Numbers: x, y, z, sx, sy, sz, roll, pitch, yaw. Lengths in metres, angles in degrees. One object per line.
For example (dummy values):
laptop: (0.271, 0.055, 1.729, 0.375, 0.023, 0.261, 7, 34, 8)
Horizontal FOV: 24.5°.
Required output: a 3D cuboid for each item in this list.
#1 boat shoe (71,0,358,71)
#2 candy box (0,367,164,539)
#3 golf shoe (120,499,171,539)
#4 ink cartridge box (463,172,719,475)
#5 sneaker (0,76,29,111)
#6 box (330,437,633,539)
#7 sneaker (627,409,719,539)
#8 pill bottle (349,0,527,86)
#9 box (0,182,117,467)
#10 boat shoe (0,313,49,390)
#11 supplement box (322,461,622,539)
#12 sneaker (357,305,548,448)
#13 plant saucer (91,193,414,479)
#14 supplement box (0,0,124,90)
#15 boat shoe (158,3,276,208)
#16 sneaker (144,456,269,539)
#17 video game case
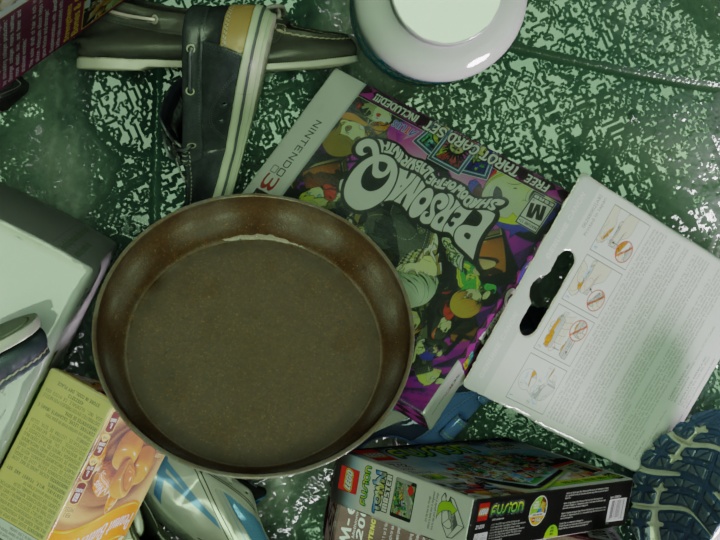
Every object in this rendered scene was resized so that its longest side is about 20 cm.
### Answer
boat shoe: (-0.101, -0.166, 1.141, 0.198, 0.067, 0.058, 0, 100, 2)
candy box: (-0.198, 0.168, 1.058, 0.055, 0.115, 0.201, 25, 87, 19)
golf shoe: (-0.182, 0.185, 1.147, 0.199, 0.078, 0.098, 26, 107, 9)
ink cartridge box: (0.164, 0.037, 1.130, 0.199, 0.050, 0.163, 27, 94, -34)
sneaker: (-0.290, -0.202, 1.130, 0.086, 0.080, 0.200, -41, 100, -9)
box: (0.084, 0.145, 1.094, 0.109, 0.199, 0.035, 15, 97, 37)
sneaker: (0.235, 0.189, 1.174, 0.077, 0.085, 0.201, 29, 111, 39)
pill bottle: (0.048, -0.177, 1.077, 0.110, 0.200, 0.112, 0, 95, -1)
box: (-0.287, 0.020, 1.085, 0.199, 0.199, 0.172, 26, 94, -6)
boat shoe: (-0.255, 0.099, 0.958, 0.199, 0.075, 0.062, -35, 96, 2)
supplement box: (0.075, 0.187, 1.155, 0.198, 0.109, 0.061, 10, 96, -3)
sneaker: (0.060, 0.077, 1.166, 0.198, 0.074, 0.083, -14, 99, 6)
plant saucer: (-0.066, 0.044, 1.031, 0.198, 0.035, 0.202, 2, 59, -4)
supplement box: (-0.212, -0.216, 1.057, 0.103, 0.131, 0.200, 44, 62, 9)
boat shoe: (-0.103, -0.099, 1.105, 0.062, 0.075, 0.201, 13, 138, -4)
sneaker: (-0.116, 0.157, 1.174, 0.072, 0.072, 0.200, -43, 91, -24)
video game case: (0.013, -0.019, 1.105, 0.199, 0.036, 0.182, 30, 74, 22)
